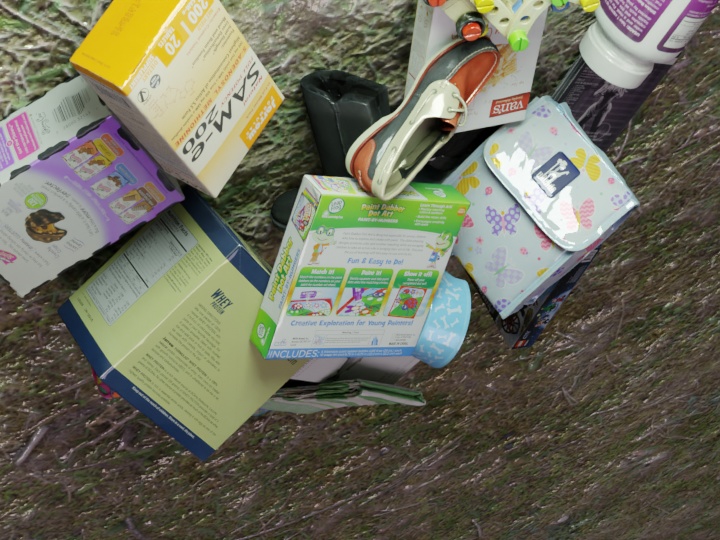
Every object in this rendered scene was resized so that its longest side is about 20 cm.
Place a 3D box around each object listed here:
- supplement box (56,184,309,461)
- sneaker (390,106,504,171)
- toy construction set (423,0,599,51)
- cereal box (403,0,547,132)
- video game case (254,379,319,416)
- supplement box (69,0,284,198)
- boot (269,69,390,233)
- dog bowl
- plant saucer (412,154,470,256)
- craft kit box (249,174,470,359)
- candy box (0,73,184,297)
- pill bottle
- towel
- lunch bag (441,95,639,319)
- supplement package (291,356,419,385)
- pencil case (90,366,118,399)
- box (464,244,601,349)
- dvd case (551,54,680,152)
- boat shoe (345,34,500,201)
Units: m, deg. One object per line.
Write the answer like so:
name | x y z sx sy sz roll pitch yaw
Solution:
supplement box | -0.178 0.058 1.528 0.200 0.134 0.200 -43 136 -1
sneaker | 0.095 -0.169 1.561 0.104 0.060 0.199 -41 151 21
toy construction set | 0.126 -0.288 1.325 0.130 0.093 0.200 -32 125 22
cereal box | 0.121 -0.238 1.453 0.142 0.040 0.202 -13 131 -24
video game case | -0.121 0.151 1.828 0.199 0.018 0.142 -25 155 38
supplement box | -0.162 -0.174 1.291 0.127 0.073 0.200 -56 150 -11
boot | -0.038 -0.121 1.500 0.163 0.066 0.201 6 139 19
dog bowl | 0.069 0.020 1.639 0.049 0.201 0.112 14 129 -24
plant saucer | 0.107 -0.071 1.738 0.198 0.028 0.201 -19 148 -12
craft kit box | 0.000 0.000 1.488 0.198 0.049 0.199 2 123 -37
candy box | -0.298 -0.082 1.369 0.199 0.072 0.168 -30 149 3
pill bottle | 0.319 -0.295 1.495 0.111 0.113 0.201 -1 140 -36
towel | -0.034 0.165 1.794 0.198 0.024 0.152 -11 165 36
lunch bag | 0.192 -0.076 1.587 0.200 0.170 0.127 -42 170 26
supplement package | -0.017 0.065 1.751 0.199 0.118 0.117 12 134 -46
pencil case | -0.226 0.102 1.680 0.198 0.089 0.089 -7 144 -33
box | 0.217 -0.015 1.796 0.037 0.137 0.201 -7 143 -33
dvd case | 0.280 -0.198 1.694 0.147 0.016 0.201 -1 139 -38
boat shoe | 0.072 -0.153 1.410 0.200 0.063 0.071 -45 136 -3
